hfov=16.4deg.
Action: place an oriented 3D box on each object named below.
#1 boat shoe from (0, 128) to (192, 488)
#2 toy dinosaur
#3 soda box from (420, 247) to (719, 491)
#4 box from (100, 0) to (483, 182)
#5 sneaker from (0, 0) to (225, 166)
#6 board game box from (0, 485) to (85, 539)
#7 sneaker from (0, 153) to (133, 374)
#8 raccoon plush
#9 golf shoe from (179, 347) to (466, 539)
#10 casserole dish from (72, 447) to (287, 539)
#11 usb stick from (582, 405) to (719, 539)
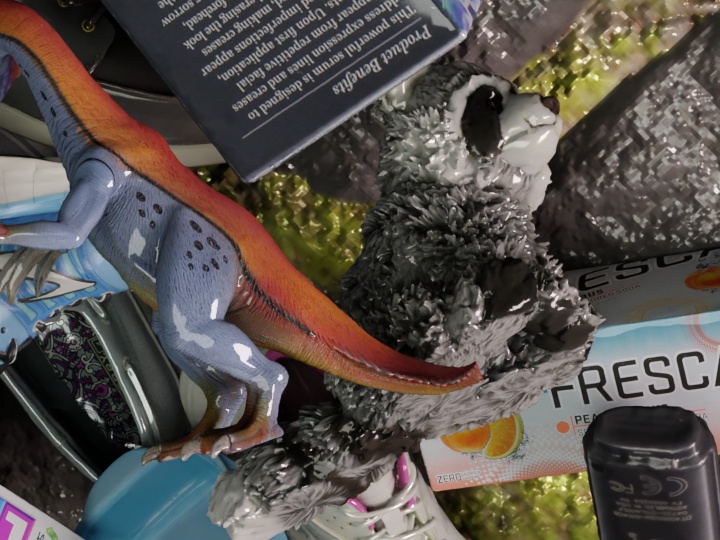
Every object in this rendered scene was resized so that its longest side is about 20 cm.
[{"bbox_3d":[-0.139,0.011,1.076,0.070,0.072,0.201,-28,107,23],"label":"boat shoe"},{"bbox_3d":[-0.079,-0.020,0.925,0.200,0.105,0.182,-14,89,-11],"label":"toy dinosaur"},{"bbox_3d":[0.119,0.037,1.038,0.200,0.064,0.069,-9,113,15],"label":"soda box"},{"bbox_3d":[-0.047,-0.161,0.931,0.107,0.148,0.200,-32,106,24],"label":"box"},{"bbox_3d":[-0.119,-0.113,1.010,0.200,0.075,0.106,14,118,6],"label":"sneaker"},{"bbox_3d":[-0.229,0.110,1.091,0.200,0.034,0.134,-11,140,45],"label":"board game box"},{"bbox_3d":[-0.138,-0.001,1.005,0.200,0.078,0.090,4,89,-28],"label":"sneaker"},{"bbox_3d":[0.000,0.000,0.987,0.200,0.097,0.134,-28,63,4],"label":"raccoon plush"},{"bbox_3d":[0.000,0.105,1.066,0.075,0.092,0.200,-42,99,-17],"label":"golf shoe"},{"bbox_3d":[-0.060,0.165,1.034,0.039,0.200,0.121,13,134,-45],"label":"casserole dish"},{"bbox_3d":[0.129,0.123,1.052,0.055,0.033,0.200,4,142,16],"label":"usb stick"}]
